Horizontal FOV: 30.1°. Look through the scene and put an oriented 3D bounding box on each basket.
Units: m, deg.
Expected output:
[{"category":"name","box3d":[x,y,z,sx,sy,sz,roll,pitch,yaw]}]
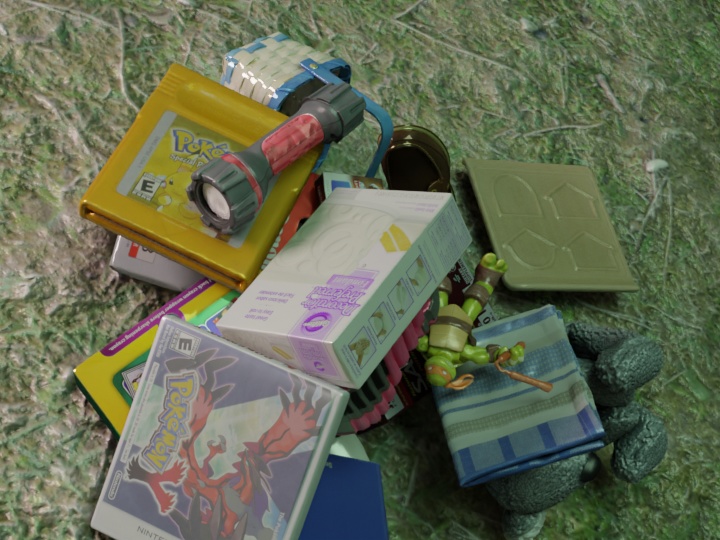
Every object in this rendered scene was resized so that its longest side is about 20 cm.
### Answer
[{"category":"basket","box3d":[-0.060,-0.150,1.428,0.139,0.177,0.200,-28,63,-40]}]

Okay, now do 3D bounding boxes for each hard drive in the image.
[{"category":"hard drive","box3d":[-0.020,0.263,1.189,0.131,0.025,0.201,19,55,-45]}]

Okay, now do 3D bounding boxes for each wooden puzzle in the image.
[{"category":"wooden puzzle","box3d":[0.221,-0.047,1.594,0.184,0.046,0.201,2,53,-27]}]

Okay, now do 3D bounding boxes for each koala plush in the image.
[{"category":"koala plush","box3d":[0.189,0.168,1.348,0.183,0.178,0.200,14,47,32]}]

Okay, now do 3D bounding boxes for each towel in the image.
[{"category":"towel","box3d":[0.143,0.114,1.273,0.146,0.024,0.201,-17,36,4]}]

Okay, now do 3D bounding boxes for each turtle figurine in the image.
[{"category":"turtle figurine","box3d":[0.097,0.056,1.296,0.198,0.065,0.162,9,53,13]}]

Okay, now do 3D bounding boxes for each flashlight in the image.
[{"category":"flashlight","box3d":[-0.072,-0.112,1.257,0.068,0.068,0.200,42,56,13]}]

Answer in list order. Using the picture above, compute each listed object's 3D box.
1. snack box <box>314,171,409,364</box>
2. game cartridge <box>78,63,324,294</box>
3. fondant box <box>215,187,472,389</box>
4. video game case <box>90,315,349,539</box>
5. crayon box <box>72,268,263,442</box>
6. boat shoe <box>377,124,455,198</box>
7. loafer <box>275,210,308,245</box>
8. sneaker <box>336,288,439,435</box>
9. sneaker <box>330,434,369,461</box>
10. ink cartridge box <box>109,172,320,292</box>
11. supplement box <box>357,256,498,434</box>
[{"category":"snack box","box3d":[0.000,0.000,1.333,0.071,0.024,0.201,4,66,-29]},{"category":"game cartridge","box3d":[-0.146,-0.093,1.281,0.175,0.033,0.201,25,56,1]},{"category":"fondant box","box3d":[-0.013,0.010,1.194,0.200,0.144,0.058,-52,129,-32]},{"category":"video game case","box3d":[-0.123,0.163,1.144,0.181,0.201,0.023,21,4,18]},{"category":"crayon box","box3d":[-0.134,0.108,1.239,0.199,0.058,0.173,-35,77,-17]},{"category":"boat shoe","box3d":[0.068,-0.084,1.450,0.071,0.200,0.068,-10,58,11]},{"category":"loafer","box3d":[-0.070,-0.016,1.401,0.199,0.072,0.063,24,54,-15]},{"category":"sneaker","box3d":[-0.005,0.068,1.218,0.095,0.079,0.200,10,45,28]},{"category":"sneaker","box3d":[-0.052,0.128,1.305,0.072,0.073,0.201,-25,73,-40]},{"category":"ink cartridge box","box3d":[-0.133,-0.048,1.338,0.199,0.050,0.163,16,81,-2]},{"category":"supplement box","box3d":[0.051,0.072,1.390,0.200,0.061,0.109,-32,92,-38]}]
